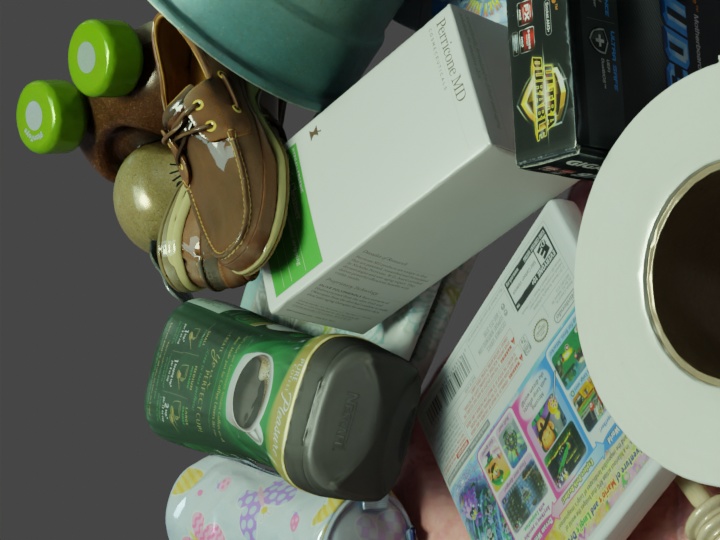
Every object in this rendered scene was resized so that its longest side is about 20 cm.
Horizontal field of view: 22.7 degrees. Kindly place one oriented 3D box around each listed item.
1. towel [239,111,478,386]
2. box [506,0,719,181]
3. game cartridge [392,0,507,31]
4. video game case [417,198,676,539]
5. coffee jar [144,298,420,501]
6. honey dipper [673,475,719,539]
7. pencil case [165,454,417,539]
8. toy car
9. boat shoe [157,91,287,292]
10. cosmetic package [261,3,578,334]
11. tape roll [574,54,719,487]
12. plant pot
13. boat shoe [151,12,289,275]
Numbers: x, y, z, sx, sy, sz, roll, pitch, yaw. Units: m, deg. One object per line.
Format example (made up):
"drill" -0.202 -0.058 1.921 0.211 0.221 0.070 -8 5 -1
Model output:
"towel" 0.000 0.000 1.221 0.171 0.048 0.200 40 116 43
"box" 0.147 -0.144 0.965 0.046 0.159 0.200 -14 75 47
"game cartridge" 0.093 -0.208 1.139 0.200 0.040 0.134 7 95 51
"video game case" 0.109 0.091 1.060 0.200 0.024 0.182 -61 40 38
"coffee jar" -0.051 0.084 1.169 0.200 0.085 0.104 13 87 49
"honey dipper" 0.168 0.097 1.007 0.038 0.038 0.200 -59 43 28
"pencil case" -0.052 0.177 1.230 0.200 0.083 0.091 0 101 52
"toy car" -0.128 -0.070 1.306 0.158 0.164 0.200 -38 67 42
"boat shoe" -0.075 -0.076 1.224 0.068 0.072 0.200 3 66 26
"cosmetic package" 0.028 -0.057 1.098 0.200 0.085 0.108 -39 52 36
"tape roll" 0.222 0.006 0.869 0.203 0.139 0.203 -10 77 50
"plant pot" -0.024 -0.235 1.117 0.196 0.200 0.200 -48 50 20
"boat shoe" -0.096 -0.084 1.132 0.072 0.068 0.200 -40 47 34
